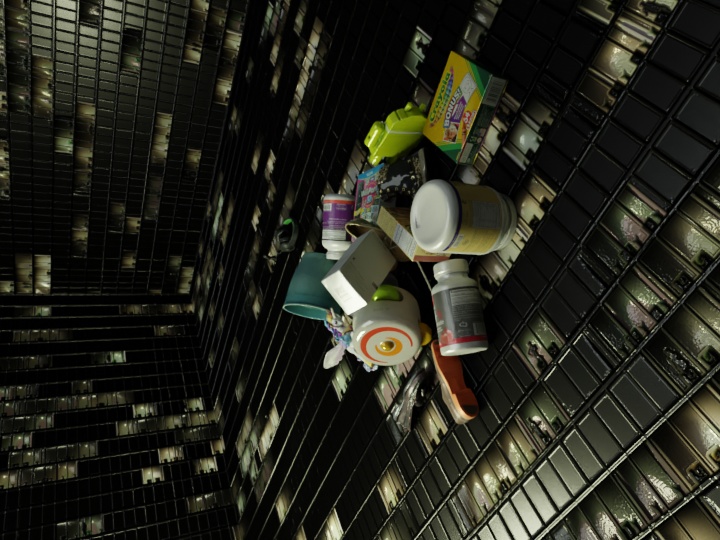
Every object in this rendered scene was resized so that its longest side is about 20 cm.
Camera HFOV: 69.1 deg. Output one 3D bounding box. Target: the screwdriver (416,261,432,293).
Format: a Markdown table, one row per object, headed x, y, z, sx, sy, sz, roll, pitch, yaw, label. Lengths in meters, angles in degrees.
| x | y | z | sx | sy | sz | roll | pitch | yaw | label |
| --- | --- | --- | --- | --- | --- | --- | --- | --- | --- |
| 0.172 | 0.052 | 1.286 | 0.029 | 0.028 | 0.204 | -33 | 82 | 24 | screwdriver |

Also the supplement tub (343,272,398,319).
| x | y | z | sx | sy | sz | roll | pitch | yaw | label |
| --- | --- | --- | --- | --- | --- | --- | --- | --- | --- |
| 0.030 | 0.070 | 1.518 | 0.199 | 0.104 | 0.110 | -35 | 59 | 54 | supplement tub |

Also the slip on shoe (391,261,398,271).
| x | y | z | sx | sy | sz | roll | pitch | yaw | label |
| --- | --- | --- | --- | --- | --- | --- | --- | --- | --- |
| 0.054 | -0.033 | 1.524 | 0.075 | 0.060 | 0.199 | -59 | 20 | -3 | slip on shoe |

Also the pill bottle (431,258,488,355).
| x | y | z | sx | sy | sz | roll | pitch | yaw | label |
| --- | --- | --- | --- | --- | --- | --- | --- | --- | --- |
| 0.220 | 0.083 | 1.184 | 0.110 | 0.108 | 0.207 | -29 | 64 | 55 | pill bottle |

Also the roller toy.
| x | y | z | sx | sy | sz | roll | pitch | yaw | label |
| --- | --- | --- | --- | --- | --- | --- | --- | --- | --- |
| 0.069 | 0.149 | 1.350 | 0.181 | 0.198 | 0.142 | -37 | 32 | 30 | roller toy |

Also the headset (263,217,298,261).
| x | y | z | sx | sy | sz | roll | pitch | yaw | label |
| --- | --- | --- | --- | --- | --- | --- | --- | --- | --- |
| -0.323 | -0.125 | 2.148 | 0.203 | 0.092 | 0.124 | -59 | 40 | 24 | headset |

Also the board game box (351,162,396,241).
| x | y | z | sx | sy | sz | roll | pitch | yaw | label |
| --- | --- | --- | --- | --- | --- | --- | --- | --- | --- |
| 0.041 | -0.188 | 1.521 | 0.146 | 0.063 | 0.207 | -11 | 70 | 59 | board game box |

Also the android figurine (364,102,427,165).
| x | y | z | sx | sy | sz | roll | pitch | yaw | label |
| --- | --- | --- | --- | --- | --- | --- | --- | --- | --- |
| 0.098 | -0.349 | 1.344 | 0.042 | 0.178 | 0.201 | 64 | 143 | 23 | android figurine |

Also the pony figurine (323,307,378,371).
| x | y | z | sx | sy | sz | roll | pitch | yaw | label |
| --- | --- | --- | --- | --- | --- | --- | --- | --- | --- |
| -0.024 | 0.216 | 1.557 | 0.197 | 0.166 | 0.197 | 27 | 140 | 28 | pony figurine |

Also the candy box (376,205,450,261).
| x | y | z | sx | sy | sz | roll | pitch | yaw | label |
| --- | --- | --- | --- | --- | --- | --- | --- | --- | --- |
| 0.135 | -0.095 | 1.331 | 0.201 | 0.112 | 0.057 | 50 | 131 | 48 | candy box |

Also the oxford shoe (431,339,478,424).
| x | y | z | sx | sy | sz | roll | pitch | yaw | label |
| --- | --- | --- | --- | --- | --- | --- | --- | --- | --- |
| 0.207 | 0.264 | 1.241 | 0.073 | 0.069 | 0.204 | -58 | 42 | 48 | oxford shoe |

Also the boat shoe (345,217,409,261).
| x | y | z | sx | sy | sz | roll | pitch | yaw | label |
| --- | --- | --- | --- | --- | --- | --- | --- | --- | --- |
| 0.048 | -0.078 | 1.393 | 0.196 | 0.062 | 0.075 | 24 | 107 | 19 | boat shoe |

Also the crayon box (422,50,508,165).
| x | y | z | sx | sy | sz | roll | pitch | yaw | label |
| --- | --- | --- | --- | --- | --- | --- | --- | --- | --- |
| 0.237 | -0.379 | 1.222 | 0.174 | 0.057 | 0.204 | 54 | 134 | 46 | crayon box |

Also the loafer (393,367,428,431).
| x | y | z | sx | sy | sz | roll | pitch | yaw | label |
| --- | --- | --- | --- | --- | --- | --- | --- | --- | --- |
| 0.144 | 0.338 | 1.363 | 0.063 | 0.071 | 0.204 | 41 | 132 | 28 | loafer |

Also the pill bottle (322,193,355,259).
| x | y | z | sx | sy | sz | roll | pitch | yaw | label |
| --- | --- | --- | --- | --- | --- | --- | --- | --- | --- |
| -0.068 | -0.140 | 1.689 | 0.111 | 0.110 | 0.207 | 8 | 96 | 59 | pill bottle |

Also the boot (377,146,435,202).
| x | y | z | sx | sy | sz | roll | pitch | yaw | label |
| --- | --- | --- | --- | --- | --- | --- | --- | --- | --- |
| 0.120 | -0.205 | 1.354 | 0.147 | 0.072 | 0.207 | -11 | 74 | 34 | boot |

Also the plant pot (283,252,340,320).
| x | y | z | sx | sy | sz | roll | pitch | yaw | label |
| --- | --- | --- | --- | --- | --- | --- | --- | --- | --- |
| -0.147 | 0.050 | 1.762 | 0.198 | 0.196 | 0.194 | -18 | 58 | 58 | plant pot |

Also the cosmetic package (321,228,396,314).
| x | y | z | sx | sy | sz | roll | pitch | yaw | label |
| --- | --- | --- | --- | --- | --- | --- | --- | --- | --- |
| 0.000 | 0.000 | 1.309 | 0.080 | 0.201 | 0.114 | -29 | 107 | 41 | cosmetic package |

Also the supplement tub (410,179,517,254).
| x | y | z | sx | sy | sz | roll | pitch | yaw | label |
| --- | --- | --- | --- | --- | --- | --- | --- | --- | --- |
| 0.219 | -0.109 | 1.106 | 0.144 | 0.195 | 0.151 | -3 | 87 | 58 | supplement tub |
